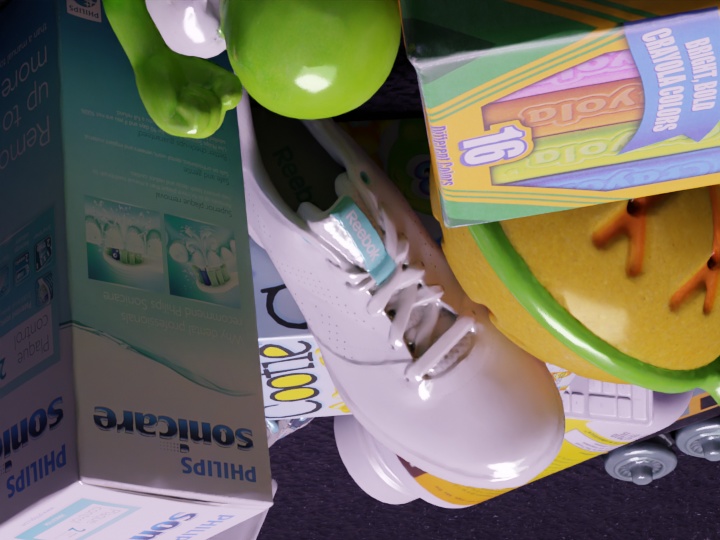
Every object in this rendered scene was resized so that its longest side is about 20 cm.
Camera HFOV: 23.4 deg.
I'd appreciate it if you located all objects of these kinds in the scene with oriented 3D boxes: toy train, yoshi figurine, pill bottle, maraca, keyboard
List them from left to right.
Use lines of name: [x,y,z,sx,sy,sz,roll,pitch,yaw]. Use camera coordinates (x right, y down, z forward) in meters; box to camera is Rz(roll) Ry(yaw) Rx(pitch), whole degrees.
yoshi figurine: [-0.053,-0.103,0.541,0.112,0.113,0.199,-27,154,26]
keyboard: [0.066,0.042,0.885,0.199,0.057,0.011,2,-179,45]
pill bottle: [0.078,0.063,0.956,0.108,0.111,0.199,14,149,-41]
maraca: [0.106,-0.011,0.671,0.199,0.138,0.107,31,138,-27]
toy train: [0.190,0.063,1.039,0.199,0.086,0.114,-23,140,36]

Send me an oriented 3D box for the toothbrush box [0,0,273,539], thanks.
toothbrush box: [-0.114,0.012,0.662,0.085,0.202,0.146,11,151,-38]

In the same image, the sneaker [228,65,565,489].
sneaker: [0.004,0.001,0.683,0.075,0.200,0.089,-39,167,-9]

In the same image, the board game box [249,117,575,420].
board game box: [0.000,0.000,0.792,0.197,0.106,0.103,-4,157,-10]

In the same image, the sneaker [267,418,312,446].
sneaker: [-0.052,0.054,0.908,0.085,0.078,0.200,-21,-176,5]

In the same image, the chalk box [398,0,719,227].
chalk box: [0.110,-0.107,0.556,0.197,0.126,0.124,-10,157,4]

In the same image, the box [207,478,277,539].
box: [-0.181,0.189,0.993,0.170,0.201,0.199,31,148,-5]
